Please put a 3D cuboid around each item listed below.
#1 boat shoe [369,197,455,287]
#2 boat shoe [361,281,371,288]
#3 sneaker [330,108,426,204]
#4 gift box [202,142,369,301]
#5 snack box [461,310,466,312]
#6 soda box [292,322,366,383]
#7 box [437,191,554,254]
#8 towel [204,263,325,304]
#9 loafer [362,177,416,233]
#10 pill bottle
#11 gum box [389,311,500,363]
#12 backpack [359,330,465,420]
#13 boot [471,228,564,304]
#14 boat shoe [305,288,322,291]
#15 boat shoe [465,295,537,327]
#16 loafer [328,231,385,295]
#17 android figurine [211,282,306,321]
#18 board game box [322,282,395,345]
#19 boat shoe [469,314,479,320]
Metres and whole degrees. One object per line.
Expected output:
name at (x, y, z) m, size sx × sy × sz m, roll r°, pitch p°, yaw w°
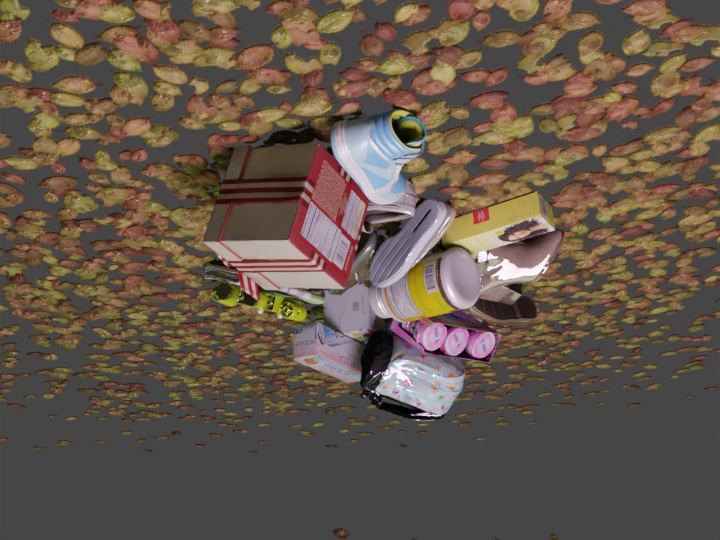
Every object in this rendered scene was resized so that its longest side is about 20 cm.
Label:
boat shoe at (0.092, -0.041, 1.595) m, size 0.062 × 0.072 × 0.200 m, roll 11°, pitch 131°, yaw -45°
boat shoe at (0.101, 0.021, 1.786) m, size 0.197 × 0.076 × 0.068 m, roll 13°, pitch 179°, yaw 7°
sneaker at (0.053, -0.165, 1.355) m, size 0.129 × 0.081 × 0.200 m, roll -13°, pitch 156°, yaw 24°
gift box at (-0.110, -0.064, 1.376) m, size 0.185 × 0.186 × 0.200 m, roll 2°, pitch 150°, yaw 33°
snack box at (0.186, 0.042, 1.874) m, size 0.141 × 0.054 × 0.199 m, roll 15°, pitch 149°, yaw -40°
soda box at (-0.053, 0.168, 1.851) m, size 0.063 × 0.069 × 0.199 m, roll -15°, pitch 153°, yaw 29°
box at (0.235, -0.076, 1.618) m, size 0.198 × 0.051 × 0.075 m, roll -17°, pitch 152°, yaw 30°
towel at (-0.184, 0.032, 1.757) m, size 0.199 × 0.031 × 0.148 m, roll 19°, pitch 176°, yaw -40°
loafer at (-0.001, -0.095, 1.515) m, size 0.198 × 0.071 × 0.070 m, roll -16°, pitch 154°, yaw 26°
pill bottle at (0.111, 0.031, 1.662) m, size 0.198 × 0.111 × 0.109 m, roll -15°, pitch 155°, yaw 41°
gum box at (0.163, 0.119, 1.807) m, size 0.198 × 0.067 × 0.113 m, roll 12°, pitch -167°, yaw -39°
backpack at (0.104, 0.205, 1.808) m, size 0.198 × 0.168 × 0.127 m, roll 23°, pitch 120°, yaw -8°
boot at (0.263, -0.026, 1.706) m, size 0.145 × 0.070 × 0.201 m, roll 29°, pitch 112°, yaw -13°
boat shoe at (-0.116, 0.006, 1.739) m, size 0.071 × 0.069 × 0.200 m, roll -11°, pitch 157°, yaw 12°
boat shoe at (0.265, 0.083, 1.830) m, size 0.198 × 0.073 × 0.068 m, roll 14°, pitch 146°, yaw -38°
loafer at (0.000, 0.000, 1.711) m, size 0.069 × 0.076 × 0.200 m, roll 27°, pitch 148°, yaw -13°
android figurine at (-0.188, 0.060, 1.747) m, size 0.180 × 0.042 × 0.200 m, roll 11°, pitch 174°, yaw 20°
board game box at (0.011, 0.113, 1.950) m, size 0.102 × 0.106 × 0.200 m, roll -13°, pitch 154°, yaw 23°
boat shoe at (0.284, 0.108, 2.025) m, size 0.199 × 0.066 × 0.075 m, roll -8°, pitch 156°, yaw 10°
